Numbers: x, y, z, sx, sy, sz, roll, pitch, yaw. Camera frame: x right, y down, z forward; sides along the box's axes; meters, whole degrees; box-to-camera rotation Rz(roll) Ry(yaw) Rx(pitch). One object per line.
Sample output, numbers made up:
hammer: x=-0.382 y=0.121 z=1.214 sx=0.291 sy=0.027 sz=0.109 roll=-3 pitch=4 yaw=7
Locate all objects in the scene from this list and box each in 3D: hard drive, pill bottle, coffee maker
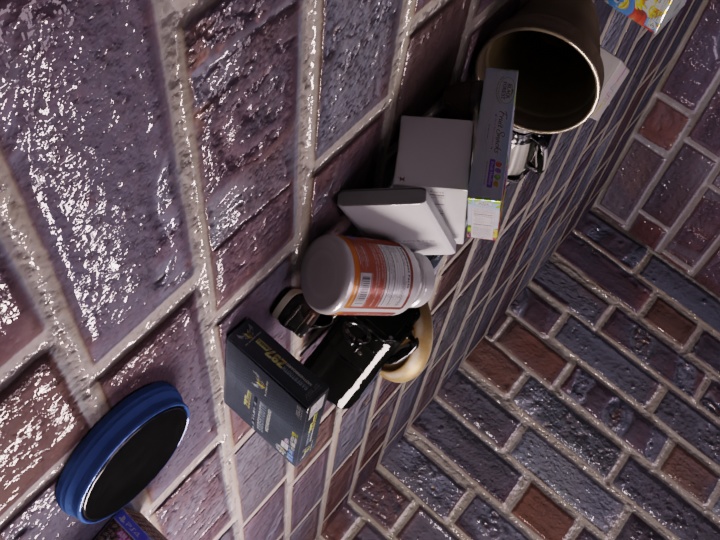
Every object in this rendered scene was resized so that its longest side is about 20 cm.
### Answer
hard drive: x=0.059 y=-0.068 z=1.246 sx=0.200 sy=0.129 sz=0.027 roll=48 pitch=46 yaw=-63
pill bottle: x=0.016 y=0.010 z=1.247 sx=0.197 sy=0.113 sz=0.113 roll=4 pitch=125 yaw=-44
coffee maker: x=-0.016 y=0.131 z=1.450 sx=0.190 sy=0.136 sz=0.201 roll=-10 pitch=145 yaw=-45
coffee maker: x=0.308 y=-0.298 z=1.567 sx=0.201 sy=0.132 sz=0.195 roll=100 pitch=8 yaw=-60

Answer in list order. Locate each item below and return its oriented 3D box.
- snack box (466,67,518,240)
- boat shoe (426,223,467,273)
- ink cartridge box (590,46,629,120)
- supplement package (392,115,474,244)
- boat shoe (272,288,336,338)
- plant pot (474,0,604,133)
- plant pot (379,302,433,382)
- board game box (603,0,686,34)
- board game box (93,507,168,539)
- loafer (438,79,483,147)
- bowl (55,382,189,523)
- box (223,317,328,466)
snack box: x=0.190 y=-0.165 z=1.215 sx=0.143 sy=0.052 sz=0.204 roll=74 pitch=25 yaw=-70
boat shoe: x=0.129 y=-0.065 z=1.494 sx=0.201 sy=0.070 sz=0.092 roll=-53 pitch=160 yaw=-26
ink cartridge box: x=0.467 y=-0.403 z=1.754 sx=0.127 sy=0.128 sz=0.199 roll=-58 pitch=164 yaw=18
supplement package: x=0.111 y=-0.132 z=1.269 sx=0.200 sy=0.107 sz=0.116 roll=75 pitch=21 yaw=-70
boat shoe: x=-0.069 y=0.065 z=1.317 sx=0.073 sy=0.067 sz=0.199 roll=-58 pitch=167 yaw=14
plant pot: x=0.300 y=-0.349 z=1.329 sx=0.201 sy=0.197 sz=0.175 roll=101 pitch=15 yaw=-57
plant pot: x=0.055 y=0.104 z=1.542 sx=0.027 sy=0.201 sz=0.202 roll=-3 pitch=132 yaw=-41
board game box: x=0.427 y=-0.488 z=1.328 sx=0.105 sy=0.199 sz=0.104 roll=-42 pitch=161 yaw=-28
board game box: x=-0.346 y=0.480 z=1.220 sx=0.201 sy=0.159 sz=0.097 roll=-48 pitch=164 yaw=-13
loafer: x=0.161 y=-0.247 z=1.339 sx=0.200 sy=0.069 sz=0.075 roll=70 pitch=31 yaw=-71
bowl: x=-0.296 y=0.235 z=1.074 sx=0.201 sy=0.039 sz=0.202 roll=-48 pitch=163 yaw=-19
box: x=-0.128 y=0.182 z=1.225 sx=0.051 sy=0.157 sz=0.202 roll=-40 pitch=161 yaw=-32
